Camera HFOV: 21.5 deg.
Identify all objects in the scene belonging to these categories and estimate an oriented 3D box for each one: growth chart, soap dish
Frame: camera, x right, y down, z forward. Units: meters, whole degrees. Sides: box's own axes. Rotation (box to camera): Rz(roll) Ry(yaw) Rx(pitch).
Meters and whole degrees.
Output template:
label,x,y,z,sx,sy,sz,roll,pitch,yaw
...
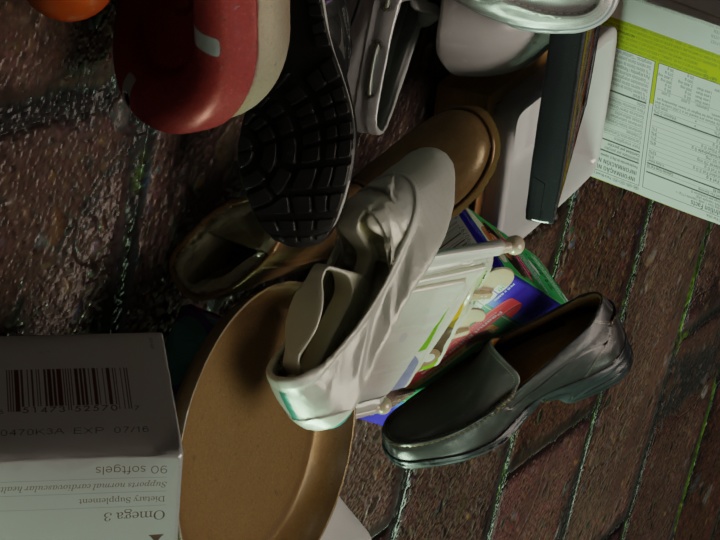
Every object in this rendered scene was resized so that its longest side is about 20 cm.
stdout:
label,x,y,z,sx,sy,sz,roll,pitch,yaw
growth chart,0.020,0.048,1.289,0.144,0.018,0.200,-4,142,-41
soap dish,0.127,-0.115,1.529,0.200,0.081,0.158,-41,145,-46

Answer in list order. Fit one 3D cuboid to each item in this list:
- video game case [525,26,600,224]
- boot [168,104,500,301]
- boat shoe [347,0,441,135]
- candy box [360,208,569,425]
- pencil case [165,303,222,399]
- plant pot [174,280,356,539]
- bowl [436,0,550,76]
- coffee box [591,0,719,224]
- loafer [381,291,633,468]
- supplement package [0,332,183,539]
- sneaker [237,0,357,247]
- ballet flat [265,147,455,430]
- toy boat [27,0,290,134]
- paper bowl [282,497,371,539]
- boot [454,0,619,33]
label,x,y,z,sx,sy,sz,roll,pitch,yaw
video game case,0.152,-0.163,1.347,0.181,0.025,0.201,-67,166,-56
boot,-0.010,-0.043,1.251,0.175,0.066,0.200,-41,166,23
boat shoe,0.028,-0.185,1.279,0.073,0.067,0.201,12,99,-66
candy box,0.057,0.043,1.434,0.169,0.077,0.200,-37,159,12
pencil case,-0.118,0.126,1.215,0.201,0.085,0.092,-64,154,-10
plant pot,-0.064,0.104,1.165,0.200,0.027,0.201,-23,117,-56
bowl,0.111,-0.232,1.324,0.200,0.074,0.201,-9,109,-82
coffee box,0.286,-0.192,1.652,0.200,0.199,0.198,-45,147,-41
loafer,0.101,0.075,1.385,0.199,0.073,0.072,-29,136,-7
supplement package,-0.163,0.149,1.048,0.117,0.116,0.201,-110,-158,-56
sneaker,-0.027,-0.115,1.156,0.088,0.075,0.201,-5,92,-70
ballet flat,0.000,0.000,1.159,0.201,0.069,0.069,-65,156,-17
toy boat,-0.113,-0.161,0.975,0.130,0.131,0.201,-18,132,-22
paper bowl,-0.063,0.226,1.317,0.201,0.104,0.201,26,90,-89
boot,0.068,-0.193,1.179,0.096,0.199,0.074,-77,-176,-74
